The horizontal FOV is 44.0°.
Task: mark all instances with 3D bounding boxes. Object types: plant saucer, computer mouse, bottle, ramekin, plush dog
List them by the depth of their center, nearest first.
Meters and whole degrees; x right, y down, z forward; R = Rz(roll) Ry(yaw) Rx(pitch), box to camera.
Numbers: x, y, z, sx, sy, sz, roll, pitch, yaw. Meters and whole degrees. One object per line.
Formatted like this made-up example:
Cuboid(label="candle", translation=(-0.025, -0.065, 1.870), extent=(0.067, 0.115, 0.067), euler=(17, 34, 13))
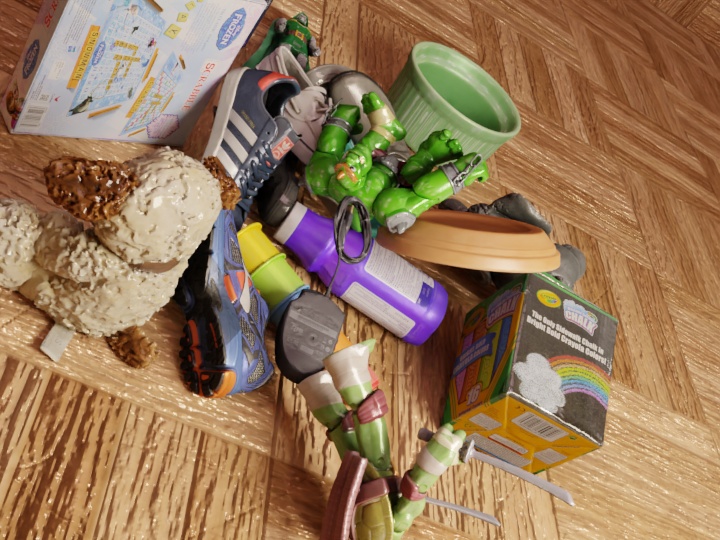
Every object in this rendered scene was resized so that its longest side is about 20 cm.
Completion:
Cuboid(label="plush dog", translation=(-0.185, -0.027, 0.724), extent=(0.200, 0.172, 0.161), euler=(-13, 61, -51))
Cuboid(label="computer mouse", translation=(-0.035, 0.016, 0.844), extent=(0.059, 0.034, 0.200), euler=(30, 61, -17))
Cuboid(label="plant saucer", translation=(0.117, -0.037, 0.962), extent=(0.200, 0.038, 0.200), euler=(6, 12, -1))
Cuboid(label="bottle", translation=(0.000, 0.000, 0.967), extent=(0.200, 0.065, 0.084), euler=(34, 28, -10))
Cuboid(label="ramekin", translation=(0.132, -0.239, 1.333), extent=(0.200, 0.098, 0.200), euler=(25, 37, -21))

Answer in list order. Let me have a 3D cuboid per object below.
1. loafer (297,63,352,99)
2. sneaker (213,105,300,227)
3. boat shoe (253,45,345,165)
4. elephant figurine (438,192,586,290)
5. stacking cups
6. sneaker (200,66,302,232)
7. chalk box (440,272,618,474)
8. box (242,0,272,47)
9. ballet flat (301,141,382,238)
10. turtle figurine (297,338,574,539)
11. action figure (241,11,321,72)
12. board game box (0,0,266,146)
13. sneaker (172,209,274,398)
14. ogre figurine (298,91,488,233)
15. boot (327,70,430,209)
Cuboid(label="loafer", translation=(-0.015, -0.216, 1.166), extent=(0.200, 0.070, 0.070), euler=(7, 54, -60))
Cuboid(label="sneaker", translation=(-0.123, -0.130, 1.002), extent=(0.104, 0.060, 0.200), euler=(30, 29, -20))
Cuboid(label="boat shoe", translation=(-0.061, -0.184, 1.038), extent=(0.072, 0.066, 0.200), euler=(16, 34, -50))
Cuboid(label="elephant figurine", translation=(0.172, -0.030, 1.114), extent=(0.200, 0.155, 0.141), euler=(47, 47, 6))
Cuboid(label="stacking cups", translation=(-0.055, 0.043, 0.869), extent=(0.200, 0.061, 0.060), euler=(46, 35, 8))
Cuboid(label="sneaker", translation=(-0.107, -0.117, 0.910), extent=(0.075, 0.084, 0.200), euler=(45, 51, -69))
Cuboid(label="chalk box", translation=(0.183, 0.092, 0.945), extent=(0.125, 0.124, 0.200), euler=(30, 52, -14))
Cuboid(label="box", translation=(-0.192, -0.345, 1.096), extent=(0.104, 0.148, 0.200), euler=(42, 35, 2))
Cuboid(label="ballet flat", translation=(-0.029, -0.117, 1.076), extent=(0.070, 0.067, 0.200), euler=(-17, 61, -33))
Cuboid(label="turtle figurine", translation=(0.042, 0.155, 0.756), extent=(0.194, 0.200, 0.144), euler=(64, 1, 14))
Cuboid(label="action figure", translation=(-0.094, -0.305, 1.231), extent=(0.118, 0.055, 0.200), euler=(31, 34, -22))
Cuboid(label="board game box", translation=(-0.222, -0.211, 0.873), extent=(0.199, 0.200, 0.041), euler=(-2, 52, -46))
Cuboid(label="sneaker", translation=(-0.126, 0.025, 0.816), extent=(0.078, 0.075, 0.200), euler=(18, 55, -46))
Cuboid(label="ogre figurine", translation=(0.023, -0.106, 0.933), extent=(0.200, 0.098, 0.120), euler=(34, 70, 12))
Cuboid(label="boot", translation=(0.034, -0.143, 1.075), extent=(0.200, 0.068, 0.131), euler=(58, 5, -26))
